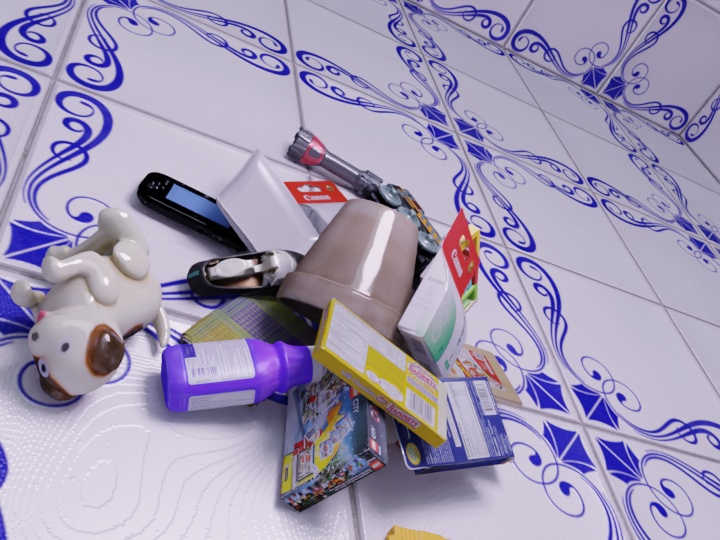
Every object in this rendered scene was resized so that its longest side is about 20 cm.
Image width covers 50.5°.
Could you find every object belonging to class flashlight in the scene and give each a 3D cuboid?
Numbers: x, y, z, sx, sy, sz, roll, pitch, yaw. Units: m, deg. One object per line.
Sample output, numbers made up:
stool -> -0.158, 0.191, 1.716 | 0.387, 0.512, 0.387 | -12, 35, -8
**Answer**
flashlight -> -0.051, -0.214, 1.547 | 0.198, 0.068, 0.068 | 29, 55, -14

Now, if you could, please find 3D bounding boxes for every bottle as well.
bottle -> -0.147, 0.126, 0.958 | 0.197, 0.066, 0.084 | -4, 39, -22

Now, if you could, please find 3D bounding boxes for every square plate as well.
square plate -> -0.148, -0.077, 1.243 | 0.199, 0.028, 0.201 | 55, 27, -18

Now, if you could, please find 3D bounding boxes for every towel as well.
towel -> -0.150, 0.100, 1.075 | 0.143, 0.023, 0.200 | 37, 31, 7

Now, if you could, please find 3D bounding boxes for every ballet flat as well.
ballet flat -> -0.152, 0.003, 1.116 | 0.198, 0.068, 0.069 | -10, 79, -29

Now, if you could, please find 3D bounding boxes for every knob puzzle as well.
knob puzzle -> 0.146, 0.156, 1.234 | 0.217, 0.031, 0.220 | 22, 17, -7

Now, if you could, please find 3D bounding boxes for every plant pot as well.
plant pot -> 0.000, 0.000, 1.103 | 0.198, 0.175, 0.200 | 21, -12, 5

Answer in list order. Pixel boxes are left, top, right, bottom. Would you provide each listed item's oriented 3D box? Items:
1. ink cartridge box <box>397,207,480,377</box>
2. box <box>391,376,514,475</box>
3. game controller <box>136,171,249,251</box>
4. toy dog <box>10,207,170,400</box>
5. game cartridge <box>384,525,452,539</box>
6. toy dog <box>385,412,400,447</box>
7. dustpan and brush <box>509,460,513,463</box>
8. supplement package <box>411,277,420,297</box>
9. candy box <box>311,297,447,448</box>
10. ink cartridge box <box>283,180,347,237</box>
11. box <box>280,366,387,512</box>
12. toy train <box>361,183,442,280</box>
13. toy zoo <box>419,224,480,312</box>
ink cartridge box -> 0.133, 0.038, 1.094 | 0.050, 0.201, 0.161 | 23, -19, 28
box -> 0.112, 0.203, 1.016 | 0.198, 0.032, 0.122 | 6, 56, -39
game controller -> -0.258, -0.097, 1.223 | 0.198, 0.042, 0.105 | 27, 33, -12
toy dog -> -0.320, 0.059, 0.900 | 0.195, 0.138, 0.201 | 60, 18, -28
game cartridge -> 0.121, 0.401, 0.903 | 0.198, 0.033, 0.177 | 21, 34, -21
toy dog -> 0.044, 0.198, 1.044 | 0.198, 0.097, 0.133 | 4, 42, -38
dustpan and brush -> 0.134, 0.198, 1.124 | 0.198, 0.058, 0.140 | 22, 14, -16
supplement package -> 0.051, 0.005, 1.293 | 0.109, 0.114, 0.200 | 34, 31, 0
candy box -> 0.029, 0.126, 0.939 | 0.199, 0.026, 0.103 | 39, 26, -16
ink cartridge box -> -0.047, -0.118, 1.433 | 0.161, 0.057, 0.201 | -7, 54, -47
box -> -0.033, 0.183, 0.957 | 0.038, 0.136, 0.201 | 44, 25, -29
toy train -> 0.077, -0.060, 1.223 | 0.113, 0.085, 0.201 | 6, 42, -52
toy zoo -> 0.140, 0.018, 1.180 | 0.020, 0.201, 0.131 | 29, 57, 29
